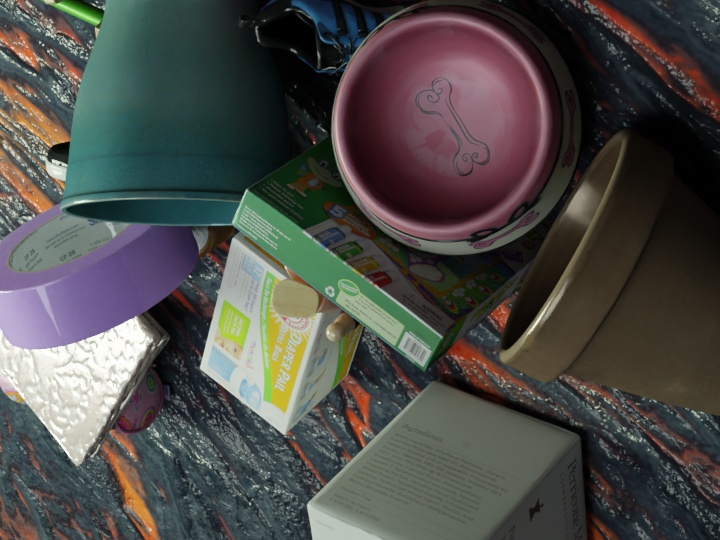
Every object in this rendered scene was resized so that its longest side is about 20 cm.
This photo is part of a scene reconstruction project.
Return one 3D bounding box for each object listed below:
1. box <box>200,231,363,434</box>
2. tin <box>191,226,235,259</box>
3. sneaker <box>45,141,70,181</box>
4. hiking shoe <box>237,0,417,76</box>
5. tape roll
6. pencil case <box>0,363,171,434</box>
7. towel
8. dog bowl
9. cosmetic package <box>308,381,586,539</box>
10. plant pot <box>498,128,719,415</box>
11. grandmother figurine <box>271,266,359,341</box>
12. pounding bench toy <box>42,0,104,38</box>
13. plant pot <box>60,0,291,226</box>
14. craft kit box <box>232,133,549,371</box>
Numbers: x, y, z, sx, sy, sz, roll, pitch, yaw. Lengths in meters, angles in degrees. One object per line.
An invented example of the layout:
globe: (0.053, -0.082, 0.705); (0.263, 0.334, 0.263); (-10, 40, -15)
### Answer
box: (-0.063, 0.036, 1.823); (0.112, 0.101, 0.201); (36, 141, 16)
tin: (-0.194, -0.051, 1.932); (0.112, 0.042, 0.200); (49, 143, -8)
sneaker: (-0.199, -0.140, 1.810); (0.198, 0.073, 0.113); (1, 110, 18)
hiking shoe: (0.004, -0.176, 1.587); (0.199, 0.087, 0.075); (23, 136, 29)
tape roll: (-0.252, -0.008, 1.832); (0.199, 0.200, 0.066); (0, 123, 44)
pencil case: (-0.303, 0.121, 2.152); (0.199, 0.087, 0.088); (10, 129, 39)
towel: (-0.300, 0.071, 2.068); (0.191, 0.032, 0.200); (48, 122, 22)
dog bowl: (0.067, -0.110, 1.500); (0.198, 0.074, 0.202); (0, 92, 11)
cosmetic package: (0.082, 0.238, 1.762); (0.164, 0.200, 0.166); (20, 134, 33)
plant pot: (0.223, 0.022, 1.484); (0.174, 0.201, 0.201); (30, 142, -3)
grandmother figurine: (0.000, 0.000, 1.678); (0.060, 0.200, 0.122); (38, 105, 21)
pounding bench toy: (-0.285, -0.284, 1.746); (0.155, 0.124, 0.201); (5, 126, 42)
plant pot: (-0.152, -0.141, 1.665); (0.199, 0.199, 0.190); (-4, 84, 46)
craft kit box: (0.032, -0.031, 1.593); (0.199, 0.197, 0.049); (37, 127, 14)
